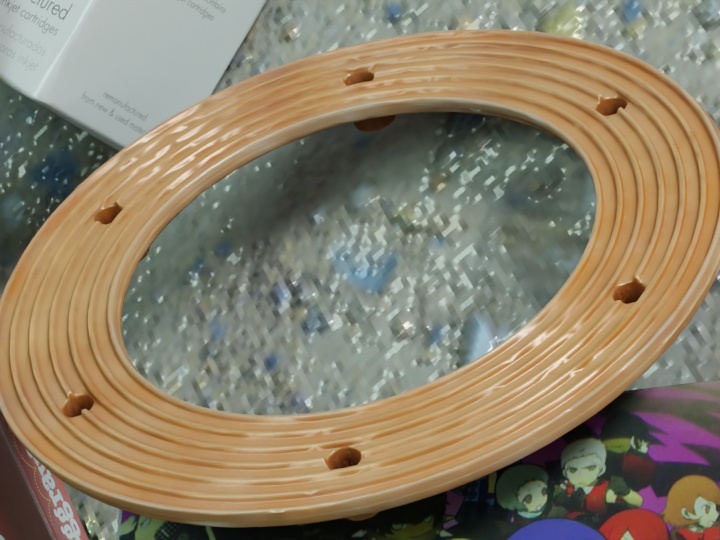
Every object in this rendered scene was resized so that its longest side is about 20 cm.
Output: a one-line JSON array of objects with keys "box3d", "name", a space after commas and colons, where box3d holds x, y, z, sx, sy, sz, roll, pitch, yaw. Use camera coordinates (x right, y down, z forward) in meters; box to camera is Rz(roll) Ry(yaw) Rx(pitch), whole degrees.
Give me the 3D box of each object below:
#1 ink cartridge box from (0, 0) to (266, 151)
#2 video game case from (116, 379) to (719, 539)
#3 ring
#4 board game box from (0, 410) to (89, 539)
[{"box3d": [-0.064, -0.147, 0.844, 0.115, 0.068, 0.200, 30, 90, 39], "name": "ink cartridge box"}, {"box3d": [0.033, 0.116, 0.634, 0.200, 0.036, 0.182, -7, 56, 16], "name": "video game case"}, {"box3d": [0.000, 0.000, 0.713, 0.200, 0.019, 0.201, -13, 35, 9], "name": "ring"}, {"box3d": [-0.156, 0.025, 0.793, 0.103, 0.019, 0.200, -22, 96, 24], "name": "board game box"}]
